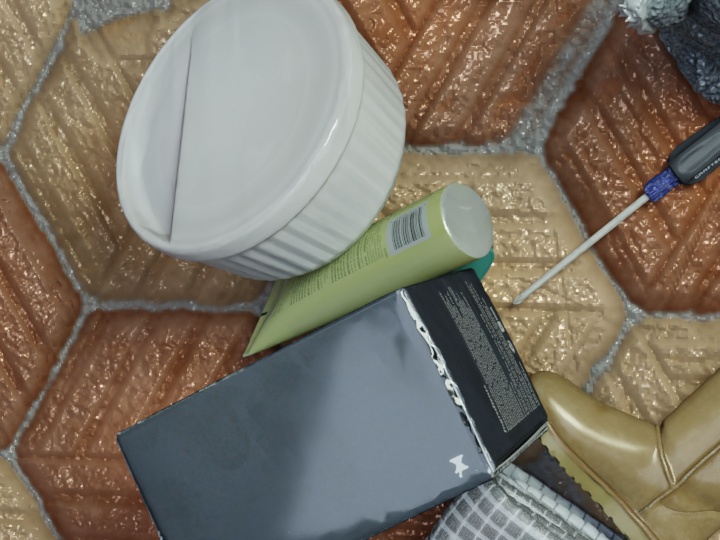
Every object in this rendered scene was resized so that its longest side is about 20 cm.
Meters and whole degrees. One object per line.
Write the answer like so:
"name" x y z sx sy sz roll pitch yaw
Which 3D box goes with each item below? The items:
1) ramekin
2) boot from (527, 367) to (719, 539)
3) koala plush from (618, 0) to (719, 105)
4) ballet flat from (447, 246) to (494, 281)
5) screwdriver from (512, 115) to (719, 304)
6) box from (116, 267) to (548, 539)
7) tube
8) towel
"ramekin" -0.060 -0.086 1.127 0.202 0.094 0.203 -19 56 32
"boot" 0.227 0.081 1.124 0.200 0.066 0.175 -41 93 13
"koala plush" 0.240 -0.183 1.026 0.176 0.200 0.185 -13 91 14
"ballet flat" 0.017 0.044 1.178 0.072 0.072 0.201 36 102 9
"screwdriver" 0.179 -0.039 1.138 0.200 0.029 0.028 -39 84 9
"box" -0.009 0.098 1.045 0.199 0.197 0.124 -28 87 15
"tube" 0.000 0.000 1.133 0.200 0.058 0.052 -25 80 38
"towel" 0.118 0.246 1.150 0.200 0.086 0.166 35 102 9
